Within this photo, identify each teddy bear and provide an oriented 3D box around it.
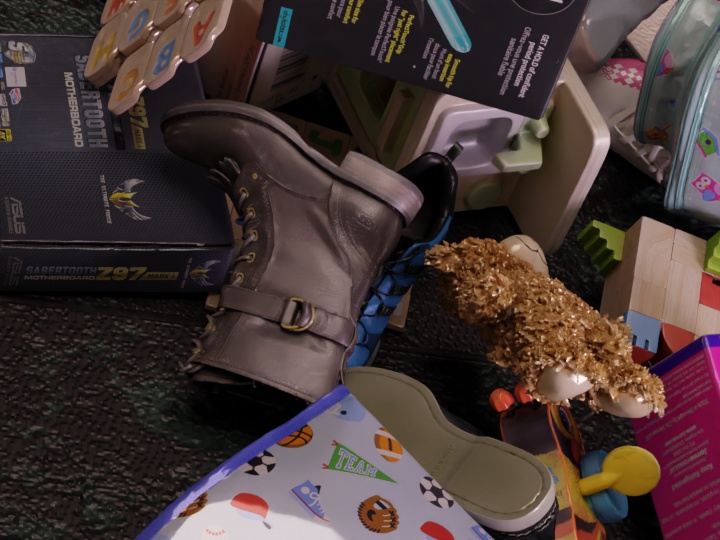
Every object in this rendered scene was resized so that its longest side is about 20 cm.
[{"bbox_3d":[0.118,0.031,1.662,0.145,0.067,0.200,18,15,-15],"label":"teddy bear"}]

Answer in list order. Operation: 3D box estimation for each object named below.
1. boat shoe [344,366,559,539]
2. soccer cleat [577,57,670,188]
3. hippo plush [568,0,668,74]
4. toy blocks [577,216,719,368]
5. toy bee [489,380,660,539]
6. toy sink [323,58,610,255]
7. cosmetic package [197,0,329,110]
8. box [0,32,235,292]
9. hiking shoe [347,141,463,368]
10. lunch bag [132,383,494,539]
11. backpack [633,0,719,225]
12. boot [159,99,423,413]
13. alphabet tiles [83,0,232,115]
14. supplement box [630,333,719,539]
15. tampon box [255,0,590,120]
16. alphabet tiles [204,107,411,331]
[{"bbox_3d":[0.047,0.123,1.635,0.199,0.066,0.075,21,59,38],"label":"boat shoe"},{"bbox_3d":[0.231,-0.091,1.930,0.200,0.070,0.086,24,41,0],"label":"soccer cleat"},{"bbox_3d":[0.151,-0.245,1.951,0.200,0.159,0.161,-29,28,-34],"label":"hippo plush"},{"bbox_3d":[0.237,0.056,1.796,0.200,0.100,0.137,21,58,-14],"label":"toy blocks"},{"bbox_3d":[0.112,0.126,1.665,0.131,0.109,0.200,-36,42,4],"label":"toy bee"},{"bbox_3d":[0.067,-0.115,1.842,0.112,0.130,0.200,-8,54,-26],"label":"toy sink"},{"bbox_3d":[-0.110,-0.213,1.889,0.087,0.103,0.200,-26,59,-38],"label":"cosmetic package"},{"bbox_3d":[-0.178,-0.074,1.774,0.158,0.051,0.200,1,49,-17],"label":"box"},{"bbox_3d":[0.000,0.000,1.733,0.074,0.087,0.200,29,59,3],"label":"hiking shoe"},{"bbox_3d":[-0.037,0.193,1.539,0.170,0.124,0.200,43,46,16],"label":"lunch bag"},{"bbox_3d":[0.273,-0.124,1.825,0.153,0.176,0.200,18,48,9],"label":"backpack"},{"bbox_3d":[-0.070,-0.006,1.676,0.200,0.069,0.174,21,73,18],"label":"boot"},{"bbox_3d":[-0.113,-0.198,1.740,0.015,0.200,0.196,34,49,-26],"label":"alphabet tiles"},{"bbox_3d":[0.253,0.146,1.662,0.101,0.103,0.200,-3,70,-30],"label":"supplement box"},{"bbox_3d":[0.050,-0.214,1.732,0.200,0.150,0.126,15,48,-5],"label":"tampon box"},{"bbox_3d":[-0.040,-0.031,1.821,0.167,0.008,0.200,18,45,-5],"label":"alphabet tiles"}]
